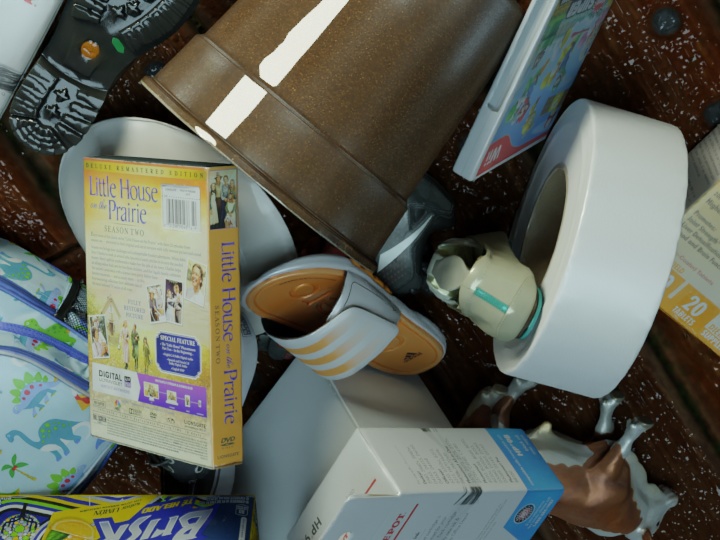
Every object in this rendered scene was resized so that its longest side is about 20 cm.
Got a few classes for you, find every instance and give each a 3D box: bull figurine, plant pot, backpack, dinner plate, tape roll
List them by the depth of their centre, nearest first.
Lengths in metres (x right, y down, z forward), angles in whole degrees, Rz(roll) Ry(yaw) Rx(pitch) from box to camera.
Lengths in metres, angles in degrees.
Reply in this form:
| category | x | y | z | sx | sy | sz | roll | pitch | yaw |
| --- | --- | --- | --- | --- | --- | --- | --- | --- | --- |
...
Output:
| category | x | y | z | sx | sy | sz | roll | pitch | yaw |
| --- | --- | --- | --- | --- | --- | --- | --- | --- | --- |
| plant pot | -0.005 | -0.136 | 1.283 | 0.200 | 0.200 | 0.198 | 40 | 92 | -18 |
| tape roll | 0.157 | -0.015 | 1.351 | 0.071 | 0.202 | 0.203 | 15 | 117 | -8 |
| dinner plate | -0.137 | -0.023 | 1.398 | 0.200 | 0.024 | 0.200 | 18 | 135 | 20 |
| backpack | -0.266 | 0.081 | 1.437 | 0.200 | 0.147 | 0.183 | 36 | 111 | -14 |
| bull figurine | 0.163 | 0.150 | 1.516 | 0.200 | 0.065 | 0.121 | 11 | 114 | -8 |

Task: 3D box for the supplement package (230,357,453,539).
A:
| category | x | y | z | sx | sy | sz | roll | pitch | yaw |
| --- | --- | --- | --- | --- | --- | --- | --- | --- | --- |
| supplement package | -0.030 | 0.171 | 1.478 | 0.117 | 0.117 | 0.200 | 14 | 123 | -42 |

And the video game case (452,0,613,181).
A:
| category | x | y | z | sx | sy | sz | roll | pitch | yaw |
| --- | --- | --- | --- | --- | --- | --- | --- | --- | --- |
| video game case | 0.135 | -0.162 | 1.309 | 0.017 | 0.143 | 0.200 | 33 | 118 | 15 |

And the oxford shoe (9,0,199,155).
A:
| category | x | y | z | sx | sy | sz | roll | pitch | yaw |
| --- | --- | --- | --- | --- | --- | --- | --- | --- | --- |
| oxford shoe | -0.171 | -0.176 | 1.333 | 0.073 | 0.084 | 0.200 | 40 | 109 | -16 |

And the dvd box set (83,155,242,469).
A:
| category | x | y | z | sx | sy | sz | roll | pitch | yaw |
| --- | --- | --- | --- | --- | --- | --- | --- | --- | --- |
| dvd box set | -0.135 | 0.024 | 1.311 | 0.029 | 0.146 | 0.200 | -7 | 99 | -42 |

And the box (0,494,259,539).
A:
| category | x | y | z | sx | sy | sz | roll | pitch | yaw |
| --- | --- | --- | --- | --- | --- | --- | --- | --- | --- |
| box | -0.173 | 0.206 | 1.390 | 0.200 | 0.064 | 0.070 | -1 | 127 | 3 |

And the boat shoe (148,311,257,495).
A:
| category | x | y | z | sx | sy | sz | roll | pitch | yaw |
| --- | --- | --- | --- | --- | --- | --- | --- | --- | --- |
| boat shoe | -0.127 | 0.115 | 1.419 | 0.066 | 0.070 | 0.200 | -14 | 139 | -35 |

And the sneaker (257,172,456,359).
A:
| category | x | y | z | sx | sy | sz | roll | pitch | yaw |
| --- | --- | --- | --- | --- | --- | --- | --- | --- | --- |
| sneaker | 0.000 | 0.000 | 1.432 | 0.098 | 0.071 | 0.200 | 28 | 117 | -16 |

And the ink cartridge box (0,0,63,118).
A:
| category | x | y | z | sx | sy | sz | roll | pitch | yaw |
| --- | --- | --- | --- | --- | --- | --- | --- | --- | --- |
| ink cartridge box | -0.300 | -0.165 | 1.339 | 0.146 | 0.084 | 0.200 | 28 | 115 | -14 |

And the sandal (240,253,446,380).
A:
| category | x | y | z | sx | sy | sz | roll | pitch | yaw |
| --- | --- | --- | --- | --- | --- | --- | --- | --- | --- |
| sandal | 0.001 | 0.049 | 1.389 | 0.079 | 0.059 | 0.207 | -32 | 143 | 26 |

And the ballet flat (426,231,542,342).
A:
| category | x | y | z | sx | sy | sz | roll | pitch | yaw |
| --- | --- | --- | --- | --- | --- | --- | --- | --- | --- |
| ballet flat | 0.079 | 0.003 | 1.362 | 0.069 | 0.200 | 0.070 | -1 | 96 | -6 |

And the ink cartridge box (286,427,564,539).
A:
| category | x | y | z | sx | sy | sz | roll | pitch | yaw |
| --- | --- | --- | --- | --- | --- | --- | --- | --- | --- |
| ink cartridge box | 0.031 | 0.172 | 1.371 | 0.200 | 0.067 | 0.116 | 5 | 129 | -39 |

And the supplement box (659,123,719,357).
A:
| category | x | y | z | sx | sy | sz | roll | pitch | yaw |
| --- | --- | --- | --- | --- | --- | --- | --- | --- | --- |
| supplement box | 0.294 | -0.042 | 1.404 | 0.126 | 0.074 | 0.200 | 37 | 112 | -18 |
